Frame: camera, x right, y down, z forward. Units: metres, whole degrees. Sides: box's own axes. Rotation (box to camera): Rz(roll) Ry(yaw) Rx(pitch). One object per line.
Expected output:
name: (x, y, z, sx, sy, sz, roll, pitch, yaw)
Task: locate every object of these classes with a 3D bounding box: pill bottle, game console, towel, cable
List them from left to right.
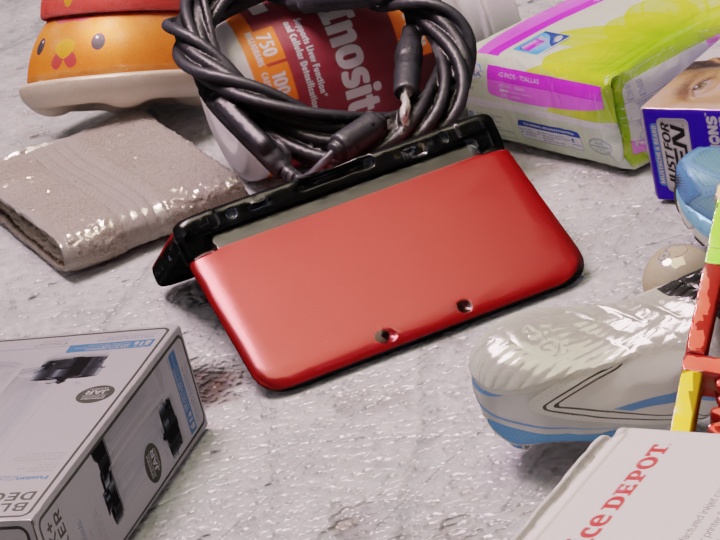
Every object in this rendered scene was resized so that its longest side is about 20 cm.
towel: (-0.167, -0.056, 1.672, 0.132, 0.035, 0.200, -23, 24, -19)
cable: (-0.027, -0.139, 1.560, 0.163, 0.051, 0.200, -31, 52, -17)
pill bottle: (-0.001, -0.140, 1.671, 0.200, 0.113, 0.113, -20, 23, -14)
game console: (0.000, 0.000, 1.468, 0.200, 0.119, 0.172, -20, -8, -16)

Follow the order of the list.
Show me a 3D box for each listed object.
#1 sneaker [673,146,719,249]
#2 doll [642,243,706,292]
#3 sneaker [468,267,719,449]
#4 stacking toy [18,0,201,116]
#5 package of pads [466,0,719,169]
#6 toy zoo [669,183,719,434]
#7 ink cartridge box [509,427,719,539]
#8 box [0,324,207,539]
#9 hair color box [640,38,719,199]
sneaker: (0.248, -0.051, 1.353, 0.078, 0.090, 0.200, -30, 27, -35)
doll: (0.220, 0.020, 1.252, 0.200, 0.049, 0.136, 12, 45, 46)
sneaker: (0.151, 0.044, 1.201, 0.200, 0.073, 0.072, -8, 50, 19)
stacking toy: (-0.172, -0.210, 1.790, 0.146, 0.200, 0.146, -5, 1, 0)
package of pads: (0.186, -0.136, 1.618, 0.200, 0.068, 0.154, -28, 26, -30)
toy zoo: (0.205, 0.051, 1.120, 0.131, 0.020, 0.200, 8, 53, 13)
ink cartridge box: (0.161, 0.132, 0.981, 0.200, 0.085, 0.146, 4, 28, 32)
box: (-0.165, 0.101, 1.267, 0.116, 0.060, 0.200, -4, 24, 21)
hair color box: (0.273, -0.085, 1.457, 0.200, 0.065, 0.109, 2, 28, 36)
